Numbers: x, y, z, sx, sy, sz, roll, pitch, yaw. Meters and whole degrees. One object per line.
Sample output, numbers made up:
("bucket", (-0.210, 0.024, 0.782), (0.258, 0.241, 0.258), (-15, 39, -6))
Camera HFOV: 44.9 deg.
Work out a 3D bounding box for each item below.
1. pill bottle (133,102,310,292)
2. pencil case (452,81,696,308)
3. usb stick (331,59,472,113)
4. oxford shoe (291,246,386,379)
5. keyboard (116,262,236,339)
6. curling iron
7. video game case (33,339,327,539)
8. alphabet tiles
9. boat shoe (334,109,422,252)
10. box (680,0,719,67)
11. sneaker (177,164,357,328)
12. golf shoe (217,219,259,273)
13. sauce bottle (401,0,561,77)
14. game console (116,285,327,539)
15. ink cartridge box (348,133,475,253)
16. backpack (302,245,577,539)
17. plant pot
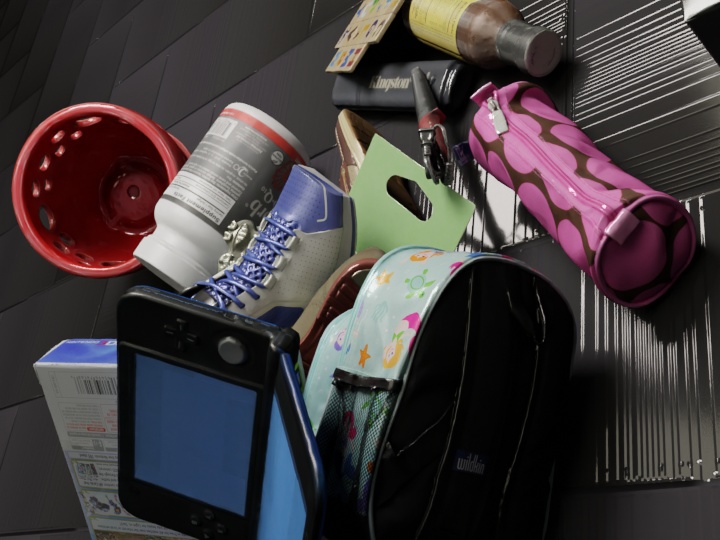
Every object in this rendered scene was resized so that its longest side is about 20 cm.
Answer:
("pill bottle", (-0.152, -0.071, 0.952), (0.115, 0.116, 0.201), (17, 70, 53))
("pencil case", (0.150, -0.063, 0.629), (0.090, 0.094, 0.200), (-37, 42, 2))
("usb stick", (0.037, -0.190, 0.897), (0.199, 0.032, 0.056), (16, 80, 53))
("oxford shoe", (-0.032, 0.068, 0.693), (0.200, 0.070, 0.075), (-50, 12, 16))
("keyboard", (-0.166, 0.055, 0.771), (0.199, 0.011, 0.056), (-35, 61, -21))
("curling iron", (0.061, -0.134, 0.757), (0.025, 0.050, 0.201), (-10, 33, 6))
("video game case", (-0.127, 0.141, 0.650), (0.198, 0.183, 0.045), (-1, 22, 20))
("alphabet tiles", (0.020, -0.286, 0.943), (0.167, 0.006, 0.200), (-57, 18, 3))
("boat shoe", (0.003, -0.075, 0.837), (0.072, 0.072, 0.201), (-42, 48, 24))
("box", (0.272, -0.212, 0.533), (0.124, 0.148, 0.202), (-24, 51, 38))
("sneaker", (-0.082, 0.014, 0.717), (0.080, 0.114, 0.201), (34, 112, 42))
("golf shoe", (-0.119, 0.055, 0.852), (0.078, 0.097, 0.201), (20, 75, 17))
("sauce bottle", (0.110, -0.223, 0.806), (0.065, 0.064, 0.200), (-56, 39, 8))
("game console", (-0.094, 0.137, 0.533), (0.119, 0.169, 0.202), (-61, -16, -56))
("ink cartridge box", (0.000, 0.000, 0.747), (0.145, 0.048, 0.202), (42, 119, 40))
("backpack", (0.054, 0.086, 0.581), (0.150, 0.177, 0.202), (15, 86, 51))
("plant pot", (-0.297, -0.093, 1.072), (0.202, 0.199, 0.183), (-60, 0, 2))
